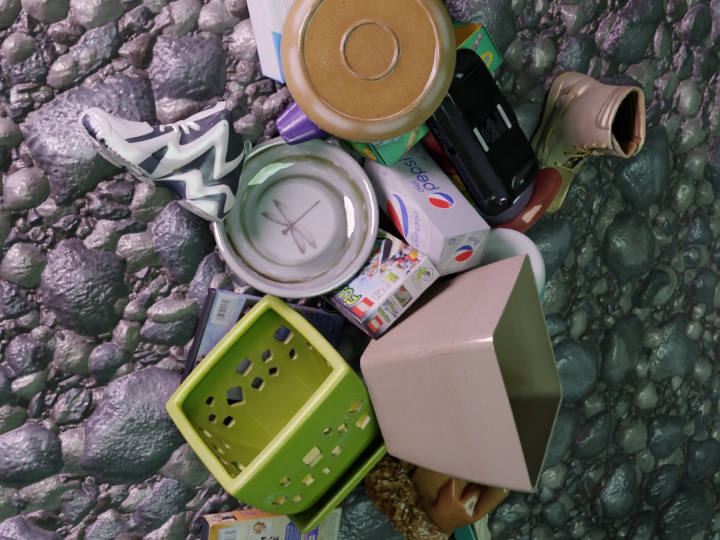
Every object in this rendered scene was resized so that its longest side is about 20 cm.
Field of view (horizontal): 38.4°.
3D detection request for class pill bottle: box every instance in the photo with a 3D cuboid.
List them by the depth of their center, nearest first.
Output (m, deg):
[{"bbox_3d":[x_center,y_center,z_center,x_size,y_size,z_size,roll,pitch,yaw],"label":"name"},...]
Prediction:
[{"bbox_3d":[0.187,0.017,1.354,0.111,0.110,0.200,-55,166,-2],"label":"pill bottle"}]

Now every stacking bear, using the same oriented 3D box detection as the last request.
[{"bbox_3d":[0.149,-0.143,1.322,0.200,0.121,0.114,45,61,-33],"label":"stacking bear"}]

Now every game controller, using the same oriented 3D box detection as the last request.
[{"bbox_3d":[0.144,-0.163,1.237,0.104,0.042,0.200,-49,122,-24],"label":"game controller"}]

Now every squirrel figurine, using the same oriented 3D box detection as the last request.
[{"bbox_3d":[0.080,0.269,1.414,0.187,0.142,0.200,42,107,-3],"label":"squirrel figurine"}]

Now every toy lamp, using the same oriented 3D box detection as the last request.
[{"bbox_3d":[-0.008,-0.211,1.211,0.199,0.058,0.058,-29,121,10],"label":"toy lamp"}]

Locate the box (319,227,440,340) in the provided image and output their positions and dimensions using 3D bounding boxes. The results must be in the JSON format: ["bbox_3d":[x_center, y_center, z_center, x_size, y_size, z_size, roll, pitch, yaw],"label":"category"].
[{"bbox_3d":[0.000,0.000,1.255,0.110,0.200,0.035,-45,124,-9],"label":"box"}]

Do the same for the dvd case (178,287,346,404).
[{"bbox_3d":[-0.124,0.107,1.333,0.199,0.018,0.144,13,101,-32],"label":"dvd case"}]

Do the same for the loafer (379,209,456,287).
[{"bbox_3d":[0.092,-0.010,1.381,0.076,0.067,0.200,-41,121,-11],"label":"loafer"}]

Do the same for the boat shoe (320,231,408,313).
[{"bbox_3d":[0.036,0.002,1.315,0.199,0.065,0.072,-27,103,10],"label":"boat shoe"}]

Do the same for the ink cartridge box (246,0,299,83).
[{"bbox_3d":[-0.026,-0.305,1.215,0.199,0.068,0.117,-20,115,-21],"label":"ink cartridge box"}]

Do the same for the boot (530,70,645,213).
[{"bbox_3d":[0.303,-0.160,1.393,0.072,0.155,0.202,9,103,-30],"label":"boot"}]

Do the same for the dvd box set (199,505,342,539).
[{"bbox_3d":[-0.127,0.396,1.422,0.199,0.029,0.148,-1,108,-29],"label":"dvd box set"}]

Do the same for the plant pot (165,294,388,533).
[{"bbox_3d":[-0.083,0.183,1.258,0.199,0.200,0.182,-46,131,-4],"label":"plant pot"}]

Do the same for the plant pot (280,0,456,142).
[{"bbox_3d":[0.010,-0.244,1.149,0.198,0.027,0.202,0,97,-2],"label":"plant pot"}]

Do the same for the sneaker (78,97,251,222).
[{"bbox_3d":[-0.207,-0.157,1.166,0.198,0.079,0.130,32,79,-22],"label":"sneaker"}]

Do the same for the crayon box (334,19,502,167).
[{"bbox_3d":[0.062,-0.221,1.262,0.200,0.119,0.058,-43,122,-9],"label":"crayon box"}]

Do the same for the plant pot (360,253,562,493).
[{"bbox_3d":[0.114,0.121,1.197,0.200,0.176,0.201,-55,133,-56],"label":"plant pot"}]

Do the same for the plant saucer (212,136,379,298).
[{"bbox_3d":[-0.078,-0.061,1.248,0.198,0.050,0.202,1,78,-3],"label":"plant saucer"}]

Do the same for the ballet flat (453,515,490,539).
[{"bbox_3d":[0.159,0.348,1.552,0.069,0.069,0.201,-25,119,-19],"label":"ballet flat"}]

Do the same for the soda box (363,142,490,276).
[{"bbox_3d":[0.075,-0.083,1.267,0.068,0.200,0.064,-13,136,-25],"label":"soda box"}]
